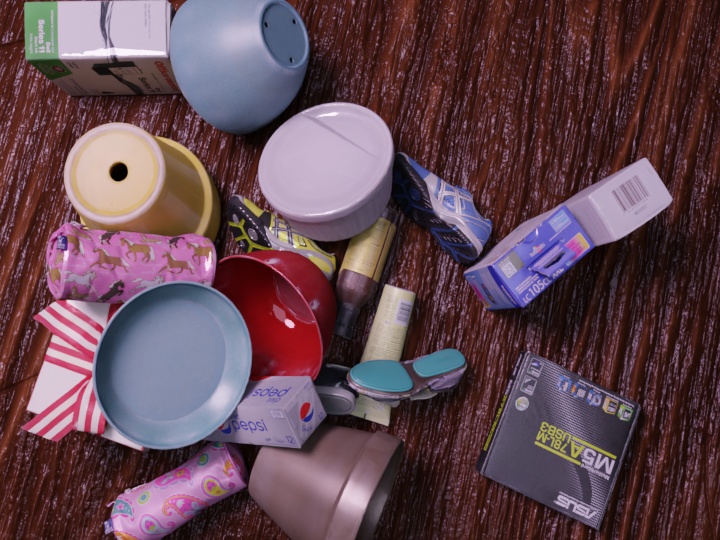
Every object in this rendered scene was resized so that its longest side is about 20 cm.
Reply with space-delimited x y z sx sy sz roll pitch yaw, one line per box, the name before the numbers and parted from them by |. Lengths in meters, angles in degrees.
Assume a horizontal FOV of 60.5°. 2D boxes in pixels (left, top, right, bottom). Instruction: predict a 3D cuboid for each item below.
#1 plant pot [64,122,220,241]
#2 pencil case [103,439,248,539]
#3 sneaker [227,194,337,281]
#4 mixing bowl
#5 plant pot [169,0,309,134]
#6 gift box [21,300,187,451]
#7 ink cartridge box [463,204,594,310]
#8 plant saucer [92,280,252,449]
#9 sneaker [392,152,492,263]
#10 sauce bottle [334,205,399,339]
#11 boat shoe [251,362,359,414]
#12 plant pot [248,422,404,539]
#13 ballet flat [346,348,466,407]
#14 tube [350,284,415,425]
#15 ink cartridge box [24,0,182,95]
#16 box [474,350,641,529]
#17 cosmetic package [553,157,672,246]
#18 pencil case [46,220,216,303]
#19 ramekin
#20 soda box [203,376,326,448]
plant pot | -0.306 -0.105 0.855 0.194 0.189 0.207 0 79 -2
pencil case | -0.257 0.316 0.876 0.197 0.087 0.089 -29 86 -4
sneaker | -0.121 -0.044 0.936 0.199 0.076 0.076 42 52 4
mixing bowl | -0.105 0.051 0.851 0.201 0.200 0.108 47 42 3
plant pot | -0.147 -0.309 0.868 0.132 0.197 0.207 -5 82 41
gift box | -0.337 0.132 0.838 0.194 0.187 0.190 14 83 -3
ink cartridge box | 0.237 -0.014 0.877 0.135 0.200 0.077 -39 87 -6
plant saucer | -0.229 0.113 0.760 0.196 0.036 0.207 -5 98 -35
sneaker | 0.121 -0.105 0.954 0.077 0.076 0.201 -40 88 -28
sauce bottle | 0.000 0.000 0.931 0.063 0.065 0.205 20 82 -1
boat shoe | -0.096 0.166 0.913 0.194 0.077 0.061 9 46 7
plant pot | -0.053 0.293 0.851 0.170 0.200 0.204 23 83 16
ballet flat | 0.067 0.165 0.896 0.195 0.072 0.074 -6 84 -27
tube | 0.033 0.125 0.932 0.057 0.051 0.206 14 88 38
ink cartridge box | -0.358 -0.321 0.902 0.194 0.147 0.086 -2 86 -2
box | 0.298 0.252 0.932 0.196 0.048 0.197 25 81 0
cosmetic package | 0.341 -0.083 0.890 0.100 0.200 0.075 -31 86 -5
pencil case | -0.276 -0.007 0.761 0.196 0.083 0.088 4 120 -38
ramekin | -0.041 -0.136 0.896 0.196 0.095 0.207 -6 59 11
soda box | -0.145 0.189 0.840 0.068 0.196 0.065 -43 117 -47
